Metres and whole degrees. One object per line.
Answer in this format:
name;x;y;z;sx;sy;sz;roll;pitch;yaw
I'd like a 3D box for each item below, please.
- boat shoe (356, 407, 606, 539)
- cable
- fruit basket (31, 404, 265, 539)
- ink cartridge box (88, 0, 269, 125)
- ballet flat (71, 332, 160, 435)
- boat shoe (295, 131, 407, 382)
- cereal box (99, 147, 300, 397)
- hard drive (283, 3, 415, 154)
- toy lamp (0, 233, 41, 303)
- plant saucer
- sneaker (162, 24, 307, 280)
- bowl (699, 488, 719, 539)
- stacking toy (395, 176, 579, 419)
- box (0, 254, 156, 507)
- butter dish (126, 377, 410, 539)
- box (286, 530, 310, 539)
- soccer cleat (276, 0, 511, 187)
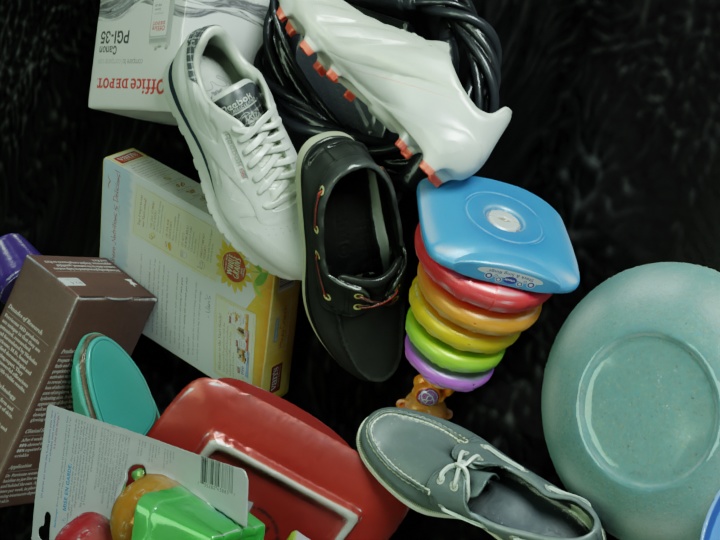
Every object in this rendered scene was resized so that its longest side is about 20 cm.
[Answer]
boat shoe;0.086;0.148;1.171;0.199;0.062;0.073;31;64;16
cable;0.009;-0.157;1.222;0.163;0.051;0.200;-47;71;18
fruit basket;-0.160;0.207;1.178;0.199;0.093;0.187;13;98;40
ink cartridge box;-0.142;-0.221;1.333;0.146;0.082;0.202;9;92;52
ballet flat;-0.190;0.140;1.343;0.070;0.067;0.201;-9;120;41
boat shoe;-0.003;0.001;1.203;0.063;0.073;0.203;-133;28;-55
cereal box;-0.134;0.003;1.345;0.199;0.039;0.145;30;126;32
hard drive;-0.029;-0.110;1.300;0.134;0.042;0.202;22;101;33
toy lamp;-0.269;0.054;1.453;0.058;0.058;0.201;-45;68;25
plant saucer;0.204;0.094;1.135;0.199;0.039;0.204;-2;87;35
sneaker;-0.079;-0.084;1.222;0.201;0.076;0.080;58;153;0
bowl;0.307;0.186;1.020;0.199;0.039;0.203;-16;57;25
stacking toy;0.070;0.043;1.199;0.110;0.115;0.201;-96;23;-54
box;-0.257;0.090;1.353;0.075;0.100;0.201;36;107;27
butter dish;-0.088;0.165;1.279;0.198;0.148;0.201;29;113;-15
box;-0.022;0.283;1.218;0.199;0.048;0.122;35;111;-6
soccer cleat;0.020;-0.146;1.168;0.078;0.069;0.200;-45;78;0
